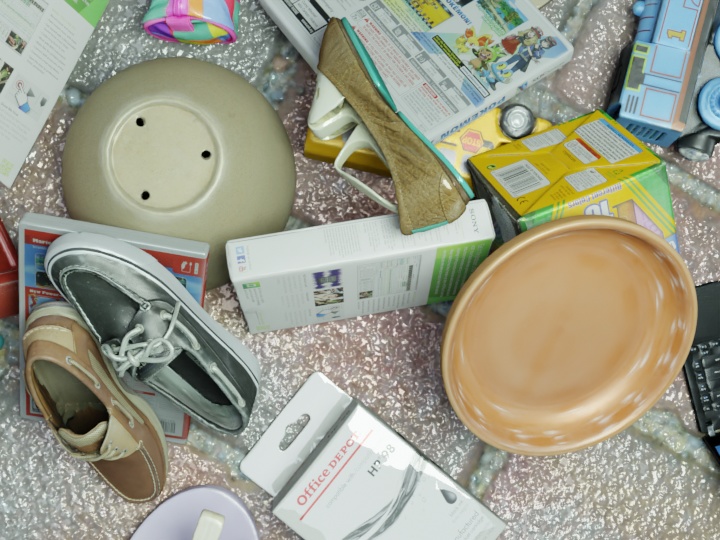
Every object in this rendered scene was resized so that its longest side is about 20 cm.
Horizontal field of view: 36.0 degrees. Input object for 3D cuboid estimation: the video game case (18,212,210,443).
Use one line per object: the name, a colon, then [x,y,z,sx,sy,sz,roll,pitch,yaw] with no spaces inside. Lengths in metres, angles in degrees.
video game case: [-0.200,0.052,0.885,0.142,0.017,0.201,10,125,-3]

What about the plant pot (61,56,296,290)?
plant pot: [-0.150,-0.084,0.892,0.199,0.134,0.201,0,88,-4]

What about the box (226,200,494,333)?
box: [0.000,0.000,0.886,0.199,0.144,0.037,-8,71,-3]

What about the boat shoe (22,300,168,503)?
boat shoe: [-0.214,0.119,0.877,0.075,0.072,0.201,-16,123,13]

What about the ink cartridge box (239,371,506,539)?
ink cartridge box: [0.006,0.190,0.927,0.200,0.067,0.116,39,87,-2]

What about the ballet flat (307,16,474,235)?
ballet flat: [0.006,-0.105,0.826,0.072,0.068,0.200,-35,67,4]

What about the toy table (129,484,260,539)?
toy table: [-0.145,0.279,0.891,0.183,0.117,0.201,7,87,-4]

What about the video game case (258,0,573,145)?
video game case: [0.044,-0.202,0.916,0.182,0.022,0.200,-32,69,-14]

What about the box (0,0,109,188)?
box: [-0.289,-0.185,0.874,0.036,0.144,0.201,17,76,34]

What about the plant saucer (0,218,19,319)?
plant saucer: [-0.341,-0.049,0.846,0.037,0.200,0.200,-25,90,16]

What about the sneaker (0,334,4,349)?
sneaker: [-0.377,0.010,0.917,0.080,0.077,0.200,-40,96,-23]

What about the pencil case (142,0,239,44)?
pencil case: [-0.136,-0.291,0.925,0.088,0.088,0.201,2,89,-4]

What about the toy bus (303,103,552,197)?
toy bus: [0.057,-0.114,0.940,0.199,0.065,0.079,13,87,-3]

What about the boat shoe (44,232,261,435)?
boat shoe: [-0.157,0.053,0.830,0.073,0.068,0.199,-31,118,23]

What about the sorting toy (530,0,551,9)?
sorting toy: [0.170,-0.363,0.953,0.200,0.070,0.199,-37,91,-4]

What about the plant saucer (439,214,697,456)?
plant saucer: [0.151,0.047,0.825,0.199,0.037,0.201,-7,119,-12]

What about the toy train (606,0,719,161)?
toy train: [0.284,-0.197,0.950,0.114,0.087,0.201,15,88,3]

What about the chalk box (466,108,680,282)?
chalk box: [0.181,-0.004,0.899,0.123,0.125,0.201,-22,122,-4]

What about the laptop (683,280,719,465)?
laptop: [0.379,0.095,0.936,0.176,0.103,0.201,-14,89,-4]
